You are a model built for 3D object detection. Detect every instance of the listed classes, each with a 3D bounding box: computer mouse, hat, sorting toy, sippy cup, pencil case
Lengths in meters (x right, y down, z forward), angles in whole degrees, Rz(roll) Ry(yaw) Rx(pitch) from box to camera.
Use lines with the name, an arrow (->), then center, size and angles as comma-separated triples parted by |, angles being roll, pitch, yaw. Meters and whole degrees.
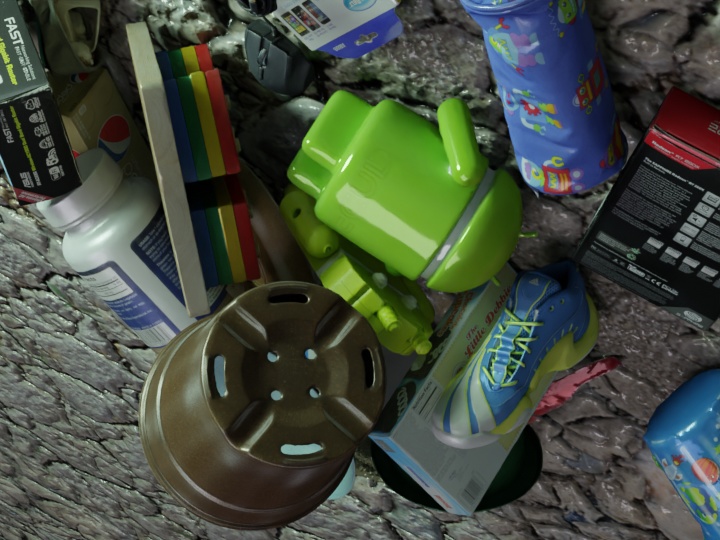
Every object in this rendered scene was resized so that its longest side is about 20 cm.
computer mouse -> -0.075, -0.179, 1.141 | 0.059, 0.034, 0.200 | 39, 173, 15
hat -> 0.114, 0.116, 1.428 | 0.166, 0.199, 0.176 | -118, 25, -44
sorting toy -> -0.138, -0.095, 1.234 | 0.200, 0.069, 0.199 | -117, 16, -65
sippy cup -> 0.321, 0.161, 1.278 | 0.130, 0.140, 0.178 | 47, 125, -7
pencil case -> 0.127, -0.140, 1.024 | 0.087, 0.078, 0.200 | 21, 152, 36

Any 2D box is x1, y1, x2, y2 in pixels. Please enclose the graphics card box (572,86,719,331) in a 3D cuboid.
graphics card box -> 0.246, -0.040, 1.097 | 0.125, 0.051, 0.200 | 28, 151, 6

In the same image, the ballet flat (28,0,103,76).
ballet flat -> -0.259, -0.243, 1.271 | 0.063, 0.068, 0.200 | -1, 148, 2

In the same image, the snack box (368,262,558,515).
snack box -> 0.102, 0.101, 1.305 | 0.116, 0.200, 0.037 | 46, 156, -25

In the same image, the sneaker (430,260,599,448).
sneaker -> 0.125, 0.059, 1.239 | 0.076, 0.200, 0.105 | 19, 134, 37

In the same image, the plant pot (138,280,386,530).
plant pot -> -0.073, 0.106, 1.230 | 0.200, 0.201, 0.198 | 33, 158, -4

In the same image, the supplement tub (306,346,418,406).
supplement tub -> -0.029, 0.100, 1.510 | 0.132, 0.132, 0.200 | 41, 151, -18

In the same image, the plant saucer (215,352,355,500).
plant saucer -> -0.071, 0.135, 1.439 | 0.201, 0.039, 0.201 | 31, 144, 26

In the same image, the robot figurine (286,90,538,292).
robot figurine -> 0.044, -0.059, 1.194 | 0.200, 0.116, 0.176 | 32, 144, -1

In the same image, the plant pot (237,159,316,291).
plant pot -> -0.098, -0.016, 1.398 | 0.200, 0.027, 0.200 | 51, 159, 28

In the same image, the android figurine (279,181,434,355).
android figurine -> 0.000, 0.000, 1.290 | 0.182, 0.041, 0.200 | 37, -167, -43

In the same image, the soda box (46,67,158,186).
soda box -> -0.254, -0.111, 1.455 | 0.064, 0.068, 0.200 | 14, 147, 28

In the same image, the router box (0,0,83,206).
router box -> -0.313, -0.178, 1.292 | 0.150, 0.062, 0.200 | 89, 158, -59

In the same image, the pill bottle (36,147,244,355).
pill bottle -> -0.210, -0.017, 1.401 | 0.111, 0.111, 0.200 | -5, 132, 49

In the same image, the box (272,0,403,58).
box -> -0.050, -0.240, 1.078 | 0.200, 0.042, 0.119 | 41, 151, -22

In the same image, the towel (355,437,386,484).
towel -> 0.057, 0.196, 1.575 | 0.148, 0.037, 0.200 | -4, -174, -31
